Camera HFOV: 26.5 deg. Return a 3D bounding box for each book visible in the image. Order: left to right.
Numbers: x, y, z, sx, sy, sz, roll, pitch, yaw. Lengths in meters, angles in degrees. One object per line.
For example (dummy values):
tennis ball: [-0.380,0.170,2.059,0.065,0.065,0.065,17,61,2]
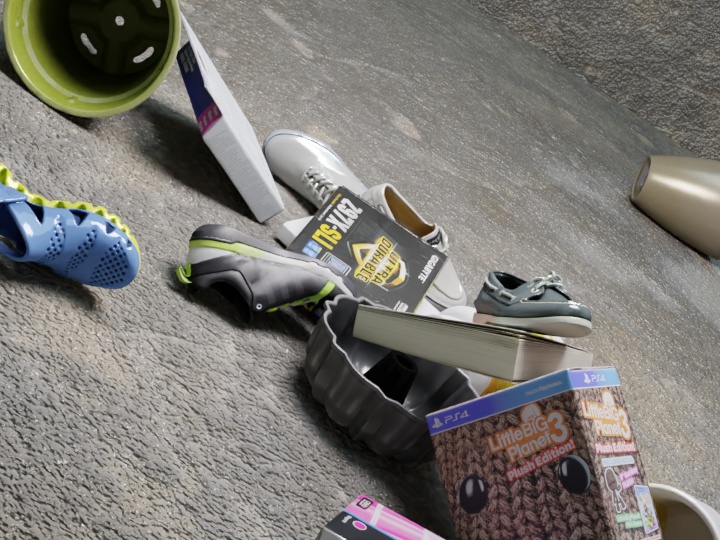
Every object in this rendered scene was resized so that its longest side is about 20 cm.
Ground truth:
book: [0.109,0.074,1.498,0.199,0.049,0.133,10,-1,40]

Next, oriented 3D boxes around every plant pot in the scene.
plant pot: [-0.292,-0.285,1.772,0.200,0.201,0.184,35,9,-4]
plant pot: [0.632,-0.144,2.962,0.198,0.189,0.188,20,23,-4]

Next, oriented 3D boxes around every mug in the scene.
mug: [0.311,0.282,1.594,0.187,0.149,0.153,53,18,22]

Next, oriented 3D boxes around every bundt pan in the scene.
bundt pan: [0.025,0.119,1.558,0.201,0.076,0.202,31,22,-14]

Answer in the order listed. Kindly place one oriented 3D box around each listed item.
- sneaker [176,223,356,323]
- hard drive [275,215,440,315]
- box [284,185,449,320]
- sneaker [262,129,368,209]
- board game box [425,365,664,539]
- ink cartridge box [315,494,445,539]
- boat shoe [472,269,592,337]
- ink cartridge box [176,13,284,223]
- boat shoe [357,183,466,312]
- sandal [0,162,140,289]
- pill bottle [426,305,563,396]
sneaker: [-0.100,0.020,1.585,0.198,0.084,0.072,20,-17,-23]
hard drive: [0.003,0.010,1.819,0.200,0.026,0.132,43,22,14]
box: [0.000,0.000,1.741,0.159,0.050,0.200,33,33,3]
sneaker: [-0.039,-0.106,1.925,0.199,0.073,0.071,35,15,-7]
board game box: [0.170,0.205,1.390,0.096,0.158,0.202,3,68,-55]
ink cartridge box: [0.063,0.264,1.313,0.199,0.037,0.095,29,18,14]
boat shoe: [0.163,0.028,1.462,0.072,0.062,0.200,12,-4,-18]
ink cartridge box: [-0.169,-0.183,1.811,0.201,0.043,0.197,57,6,-38]
boat shoe: [0.074,-0.028,1.889,0.200,0.070,0.071,49,40,-15]
sandal: [-0.293,-0.031,1.378,0.198,0.080,0.087,23,27,-13]
pill bottle: [0.141,0.101,1.732,0.199,0.110,0.109,14,31,-47]
